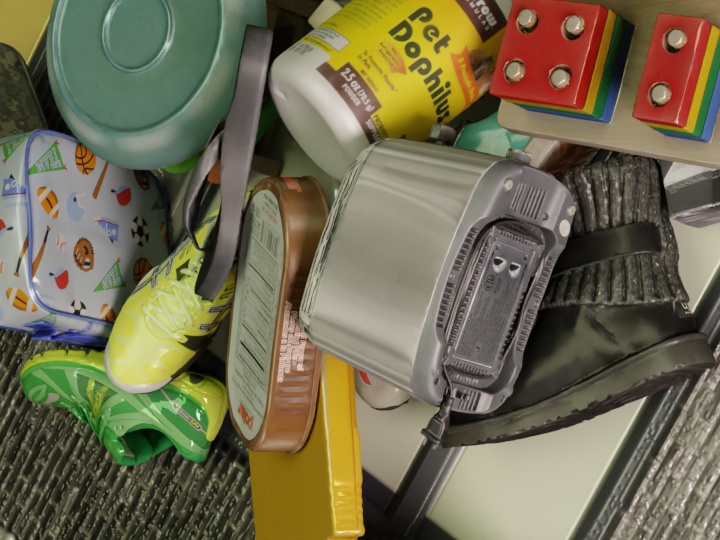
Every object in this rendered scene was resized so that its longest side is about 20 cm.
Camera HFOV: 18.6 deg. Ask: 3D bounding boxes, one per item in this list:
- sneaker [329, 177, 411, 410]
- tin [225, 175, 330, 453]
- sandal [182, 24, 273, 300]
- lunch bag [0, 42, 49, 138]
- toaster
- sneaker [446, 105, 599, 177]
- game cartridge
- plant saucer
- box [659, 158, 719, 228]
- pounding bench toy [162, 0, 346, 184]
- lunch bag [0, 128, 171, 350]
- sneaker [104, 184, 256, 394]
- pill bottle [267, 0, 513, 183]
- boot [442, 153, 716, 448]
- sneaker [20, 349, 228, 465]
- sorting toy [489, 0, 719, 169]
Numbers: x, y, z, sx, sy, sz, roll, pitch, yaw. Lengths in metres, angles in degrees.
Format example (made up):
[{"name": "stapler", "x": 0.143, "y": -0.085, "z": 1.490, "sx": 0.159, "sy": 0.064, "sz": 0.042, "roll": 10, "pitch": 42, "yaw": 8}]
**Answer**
[{"name": "sneaker", "x": 0.000, "y": -0.001, "z": 1.590, "sx": 0.070, "sy": 0.093, "sz": 0.201, "roll": -5, "pitch": 79, "yaw": 34}, {"name": "tin", "x": -0.059, "y": 0.031, "z": 1.539, "sx": 0.112, "sy": 0.042, "sz": 0.201, "roll": -130, "pitch": 45, "yaw": -66}, {"name": "sandal", "x": -0.099, "y": -0.079, "z": 1.557, "sx": 0.043, "sy": 0.076, "sz": 0.201, "roll": 9, "pitch": 107, "yaw": -5}, {"name": "lunch bag", "x": -0.340, "y": -0.072, "z": 1.815, "sx": 0.168, "sy": 0.139, "sz": 0.201, "roll": -49, "pitch": 56, "yaw": 46}, {"name": "toaster", "x": 0.045, "y": 0.006, "z": 1.450, "sx": 0.129, "sy": 0.113, "sz": 0.201, "roll": 21, "pitch": 93, "yaw": 39}, {"name": "sneaker", "x": 0.083, "y": -0.054, "z": 1.557, "sx": 0.200, "sy": 0.071, "sz": 0.080, "roll": -47, "pitch": 55, "yaw": 6}, {"name": "game cartridge", "x": -0.042, "y": 0.110, "z": 1.587, "sx": 0.176, "sy": 0.032, "sz": 0.201, "roll": 151, "pitch": 116, "yaw": -66}, {"name": "plant saucer", "x": -0.159, "y": -0.175, "z": 1.616, "sx": 0.199, "sy": 0.027, "sz": 0.201, "roll": -4, "pitch": 82, "yaw": 32}, {"name": "box", "x": 0.267, "y": -0.145, "z": 1.454, "sx": 0.157, "sy": 0.050, "sz": 0.201, "roll": -16, "pitch": 73, "yaw": 32}, {"name": "pounding bench toy", "x": -0.098, "y": -0.143, "z": 1.664, "sx": 0.199, "sy": 0.124, "sz": 0.157, "roll": 18, "pitch": 93, "yaw": 35}, {"name": "lunch bag", "x": -0.224, "y": -0.018, "z": 1.686, "sx": 0.075, "sy": 0.200, "sz": 0.161, "roll": -9, "pitch": 77, "yaw": 30}, {"name": "sneaker", "x": -0.124, "y": 0.006, "z": 1.645, "sx": 0.075, "sy": 0.076, "sz": 0.200, "roll": 38, "pitch": 84, "yaw": 9}, {"name": "pill bottle", "x": 0.040, "y": -0.156, "z": 1.538, "sx": 0.200, "sy": 0.109, "sz": 0.109, "roll": -39, "pitch": 56, "yaw": -16}, {"name": "boot", "x": 0.131, "y": 0.024, "z": 1.501, "sx": 0.210, "sy": 0.079, "sz": 0.158, "roll": -23, "pitch": 76, "yaw": 19}, {"name": "sneaker", "x": -0.194, "y": 0.108, "z": 1.721, "sx": 0.199, "sy": 0.074, "sz": 0.084, "roll": 7, "pitch": 82, "yaw": 35}, {"name": "sorting toy", "x": 0.186, "y": -0.181, "z": 1.439, "sx": 0.199, "sy": 0.069, "sz": 0.200, "roll": 13, "pitch": 86, "yaw": 37}]
